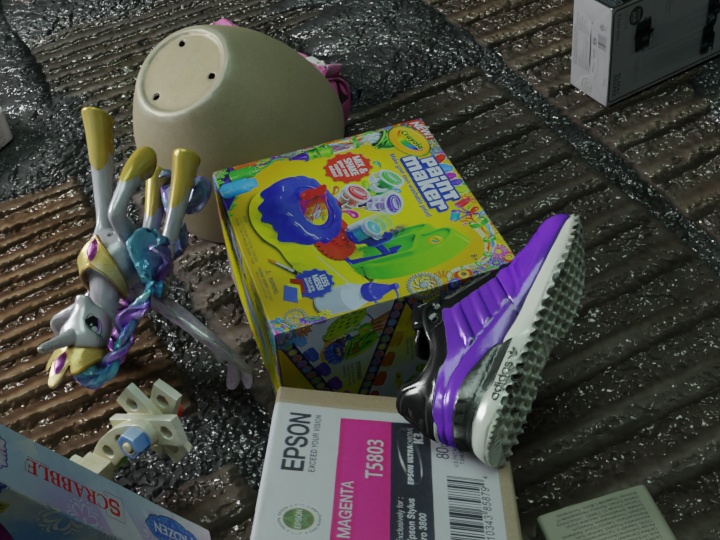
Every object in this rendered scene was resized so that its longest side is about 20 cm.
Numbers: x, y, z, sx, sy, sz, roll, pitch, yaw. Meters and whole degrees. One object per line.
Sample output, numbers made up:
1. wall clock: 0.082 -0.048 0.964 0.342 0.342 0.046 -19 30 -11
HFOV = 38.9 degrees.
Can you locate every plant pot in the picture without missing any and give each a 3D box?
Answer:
1. plant pot: -0.131 -0.145 0.935 0.198 0.135 0.203 -10 62 20

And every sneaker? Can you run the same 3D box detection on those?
1. sneaker: 0.085 0.030 0.694 0.099 0.070 0.201 12 53 29

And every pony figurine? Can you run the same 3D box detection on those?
1. pony figurine: -0.170 0.007 0.773 0.164 0.193 0.202 3 72 18

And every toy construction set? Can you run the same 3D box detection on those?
1. toy construction set: -0.205 0.148 0.679 0.092 0.132 0.199 27 40 34

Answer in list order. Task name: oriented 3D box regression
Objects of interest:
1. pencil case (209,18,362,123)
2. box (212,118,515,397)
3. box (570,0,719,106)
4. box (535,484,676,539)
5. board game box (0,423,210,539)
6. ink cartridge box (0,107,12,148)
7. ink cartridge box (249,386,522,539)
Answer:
1. pencil case: -0.099 -0.201 1.074 0.199 0.095 0.090 28 39 31
2. box: 0.000 0.000 0.831 0.190 0.123 0.201 -16 44 -12
3. box: 0.320 -0.268 1.085 0.198 0.118 0.060 -26 44 -18
4. box: 0.177 0.233 0.603 0.081 0.069 0.201 -13 44 -7
5. board game box: -0.216 0.177 0.559 0.199 0.199 0.041 -36 44 13
6. ink cartridge box: -0.499 -0.120 1.069 0.174 0.045 0.201 17 47 22
7. ink cartridge box: 0.015 0.162 0.641 0.163 0.076 0.201 6 27 -2
